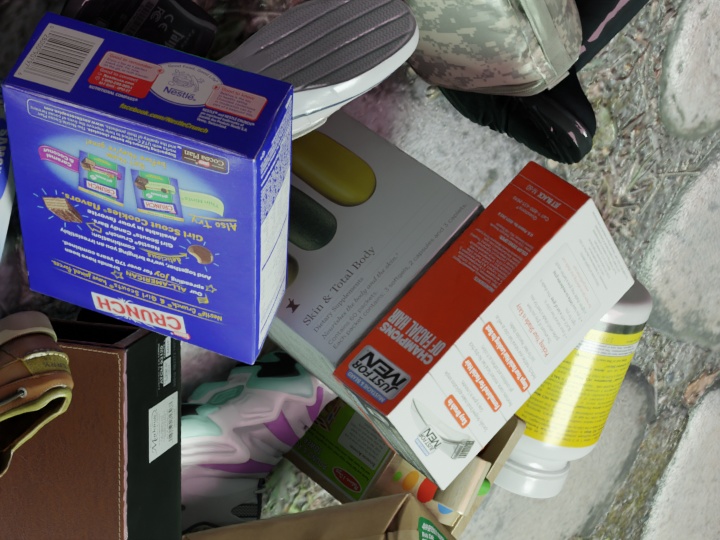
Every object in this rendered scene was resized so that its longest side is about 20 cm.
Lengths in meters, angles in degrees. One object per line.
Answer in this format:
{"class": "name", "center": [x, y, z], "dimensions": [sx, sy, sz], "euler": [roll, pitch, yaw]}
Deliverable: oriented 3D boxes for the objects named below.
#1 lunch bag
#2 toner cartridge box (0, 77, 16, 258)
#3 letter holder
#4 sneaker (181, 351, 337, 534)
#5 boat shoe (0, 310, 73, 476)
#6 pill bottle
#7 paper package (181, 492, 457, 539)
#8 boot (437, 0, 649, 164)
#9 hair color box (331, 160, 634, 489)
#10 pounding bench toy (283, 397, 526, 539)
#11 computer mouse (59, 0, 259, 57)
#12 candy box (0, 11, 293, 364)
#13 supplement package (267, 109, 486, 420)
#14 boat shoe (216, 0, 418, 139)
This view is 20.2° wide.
{"class": "lunch bag", "center": [0.063, -0.223, 1.387], "dimensions": [0.139, 0.168, 0.200], "euler": [-44, 140, -11]}
{"class": "toner cartridge box", "center": [-0.278, -0.023, 1.297], "dimensions": [0.095, 0.043, 0.200], "euler": [-8, 123, -43]}
{"class": "letter holder", "center": [-0.209, 0.131, 1.423], "dimensions": [0.101, 0.142, 0.201], "euler": [-36, 129, -68]}
{"class": "sneaker", "center": [-0.084, 0.149, 1.564], "dimensions": [0.200, 0.078, 0.140], "euler": [-19, 109, -23]}
{"class": "boat shoe", "center": [-0.268, 0.111, 1.337], "dimensions": [0.200, 0.068, 0.072], "euler": [-42, 153, 27]}
{"class": "pill bottle", "center": [0.170, 0.093, 1.768], "dimensions": [0.112, 0.112, 0.200], "euler": [-1, 118, -44]}
{"class": "paper package", "center": [-0.020, 0.250, 1.531], "dimensions": [0.190, 0.104, 0.200], "euler": [-13, 159, 10]}
{"class": "boot", "center": [0.158, -0.172, 1.506], "dimensions": [0.168, 0.200, 0.076], "euler": [-45, 116, -6]}
{"class": "hair color box", "center": [0.085, 0.037, 1.367], "dimensions": [0.200, 0.064, 0.111], "euler": [-47, 141, -10]}
{"class": "pounding bench toy", "center": [0.057, 0.149, 1.627], "dimensions": [0.156, 0.200, 0.124], "euler": [29, 94, -50]}
{"class": "computer mouse", "center": [-0.152, -0.130, 1.349], "dimensions": [0.200, 0.046, 0.141], "euler": [17, 112, -53]}
{"class": "candy box", "center": [-0.131, -0.049, 1.285], "dimensions": [0.200, 0.169, 0.077], "euler": [95, 16, -49]}
{"class": "supplement package", "center": [0.000, 0.000, 1.463], "dimensions": [0.152, 0.200, 0.151], "euler": [-47, 140, -7]}
{"class": "boat shoe", "center": [-0.055, -0.123, 1.357], "dimensions": [0.199, 0.074, 0.067], "euler": [-21, 156, -3]}
